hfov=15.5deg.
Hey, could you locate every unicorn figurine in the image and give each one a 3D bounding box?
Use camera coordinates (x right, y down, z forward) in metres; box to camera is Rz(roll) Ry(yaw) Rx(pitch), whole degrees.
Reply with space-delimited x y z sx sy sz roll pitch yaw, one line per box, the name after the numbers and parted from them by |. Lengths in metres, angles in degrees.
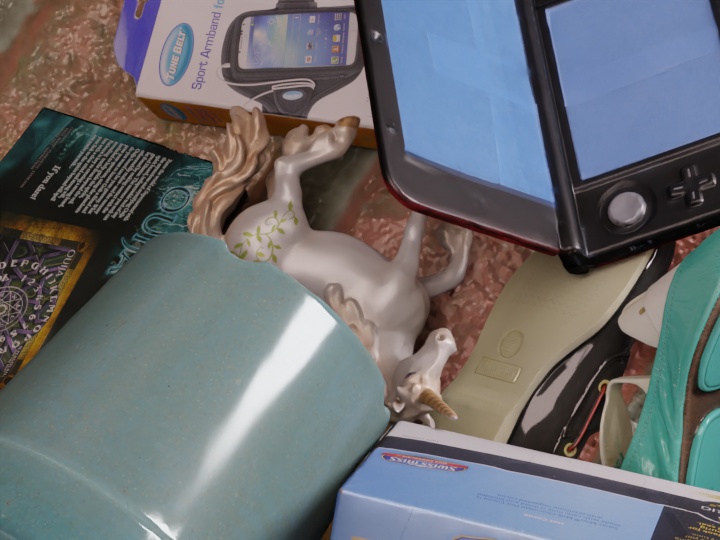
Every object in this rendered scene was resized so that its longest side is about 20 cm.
0.000 0.000 1.354 0.200 0.074 0.137 21 68 23 | unicorn figurine

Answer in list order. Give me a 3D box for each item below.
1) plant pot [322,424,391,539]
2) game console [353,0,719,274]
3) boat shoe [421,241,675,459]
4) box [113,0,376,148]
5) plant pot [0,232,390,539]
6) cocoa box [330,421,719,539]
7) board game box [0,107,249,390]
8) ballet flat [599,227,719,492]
-0.073 0.115 1.345 0.200 0.027 0.200 -3 63 5 | plant pot
0.100 -0.113 1.307 0.172 0.119 0.200 -19 55 16 | game console
0.096 0.051 1.326 0.201 0.063 0.074 -56 36 -7 | boat shoe
-0.034 -0.134 1.440 0.200 0.041 0.119 9 75 23 | box
-0.098 0.100 1.236 0.200 0.200 0.196 24 60 23 | plant pot
0.087 0.164 1.209 0.200 0.131 0.134 12 103 11 | cocoa box
-0.167 0.008 1.389 0.135 0.028 0.200 19 58 28 | board game box
0.152 0.051 1.272 0.070 0.067 0.200 21 108 29 | ballet flat
